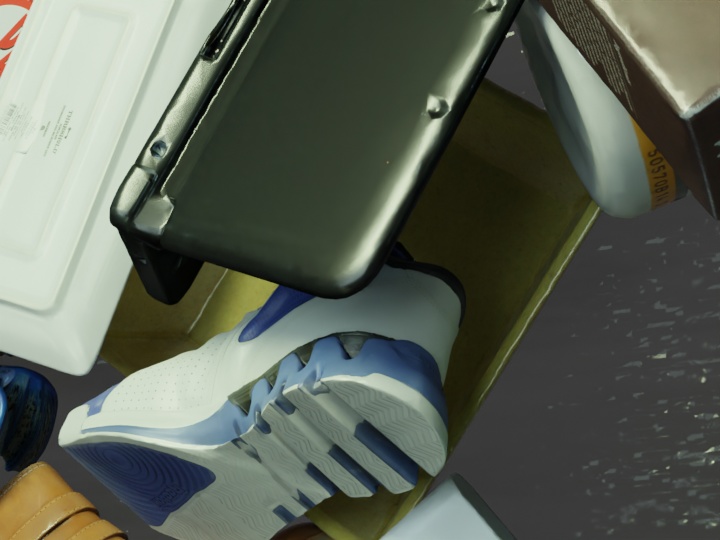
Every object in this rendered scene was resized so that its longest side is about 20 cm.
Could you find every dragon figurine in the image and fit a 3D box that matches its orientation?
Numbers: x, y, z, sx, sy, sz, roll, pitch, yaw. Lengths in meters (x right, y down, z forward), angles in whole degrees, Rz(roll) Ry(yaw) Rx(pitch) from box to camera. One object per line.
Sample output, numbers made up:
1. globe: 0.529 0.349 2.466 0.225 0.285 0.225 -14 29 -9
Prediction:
1. dragon figurine: -0.183 0.072 0.903 0.099 0.059 0.202 16 106 14

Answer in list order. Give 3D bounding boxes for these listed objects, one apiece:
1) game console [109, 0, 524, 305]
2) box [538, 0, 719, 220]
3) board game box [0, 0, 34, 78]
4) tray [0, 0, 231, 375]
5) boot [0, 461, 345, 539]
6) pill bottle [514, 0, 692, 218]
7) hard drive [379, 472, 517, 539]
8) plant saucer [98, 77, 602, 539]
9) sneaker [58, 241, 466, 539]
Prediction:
1. game console: -0.002 -0.072 0.768 0.116 0.176 0.201 27 75 9
2. box: 0.100 -0.127 0.637 0.100 0.075 0.201 -33 56 0
3. board game box: -0.181 -0.063 0.956 0.200 0.046 0.152 -40 58 29
4. tray: -0.132 -0.061 0.857 0.107 0.022 0.201 14 77 27
5. boot: -0.107 0.142 0.861 0.200 0.074 0.155 -42 55 8
6. pill bottle: 0.166 -0.108 0.738 0.199 0.117 0.117 -23 63 0
7. hard drive: 0.009 0.198 0.777 0.200 0.026 0.132 -43 81 10
8. plant saucer: 0.000 0.000 0.858 0.199 0.048 0.201 33 91 33
9. sneaker: -0.024 0.041 0.789 0.199 0.081 0.116 -18 34 42
